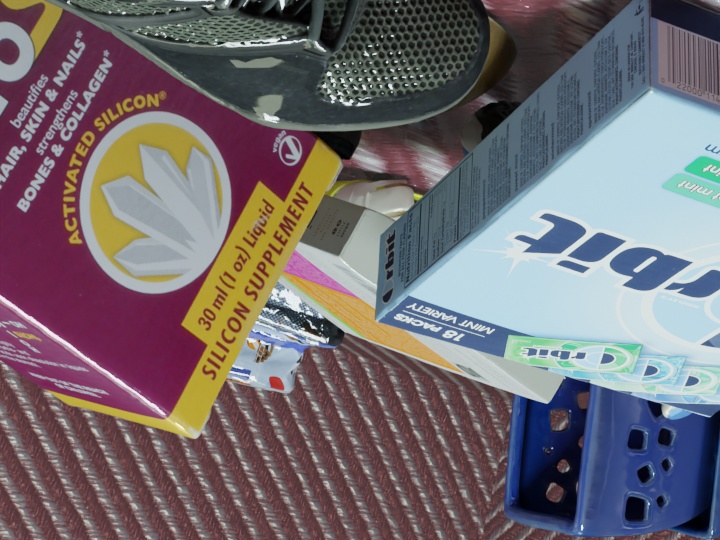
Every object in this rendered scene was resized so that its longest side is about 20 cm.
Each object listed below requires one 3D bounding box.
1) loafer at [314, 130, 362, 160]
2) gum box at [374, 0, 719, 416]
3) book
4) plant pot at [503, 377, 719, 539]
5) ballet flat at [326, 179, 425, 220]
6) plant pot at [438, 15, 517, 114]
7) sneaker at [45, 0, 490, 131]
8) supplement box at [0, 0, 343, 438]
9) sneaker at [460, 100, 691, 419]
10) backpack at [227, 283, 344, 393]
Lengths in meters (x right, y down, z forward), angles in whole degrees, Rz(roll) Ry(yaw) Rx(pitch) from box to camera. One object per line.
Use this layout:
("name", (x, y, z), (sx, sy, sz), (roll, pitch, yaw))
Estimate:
("loafer", (-0.093, -0.079, 0.840), (0.199, 0.063, 0.072), (17, 174, -23))
("gum box", (0.124, -0.014, 0.665), (0.169, 0.045, 0.200), (16, 151, -21))
("book", (0.000, 0.000, 0.848), (0.133, 0.048, 0.200), (33, 175, -28))
("plant pot", (0.264, 0.163, 1.713), (0.179, 0.201, 0.200), (8, 176, -17))
("ballet flat", (0.038, -0.027, 1.102), (0.199, 0.067, 0.067), (13, 154, -13))
("plant pot", (-0.036, -0.098, 0.703), (0.199, 0.028, 0.200), (13, 174, 1))
("sneaker", (-0.032, -0.091, 0.508), (0.199, 0.077, 0.114), (23, 177, -27))
("supplement box", (-0.124, -0.046, 0.647), (0.200, 0.131, 0.103), (39, 160, -35))
("sneaker", (0.115, 0.000, 0.793), (0.200, 0.077, 0.076), (39, -161, -22))
("backpack", (-0.102, -0.006, 1.208), (0.190, 0.155, 0.200), (26, 175, -11))
